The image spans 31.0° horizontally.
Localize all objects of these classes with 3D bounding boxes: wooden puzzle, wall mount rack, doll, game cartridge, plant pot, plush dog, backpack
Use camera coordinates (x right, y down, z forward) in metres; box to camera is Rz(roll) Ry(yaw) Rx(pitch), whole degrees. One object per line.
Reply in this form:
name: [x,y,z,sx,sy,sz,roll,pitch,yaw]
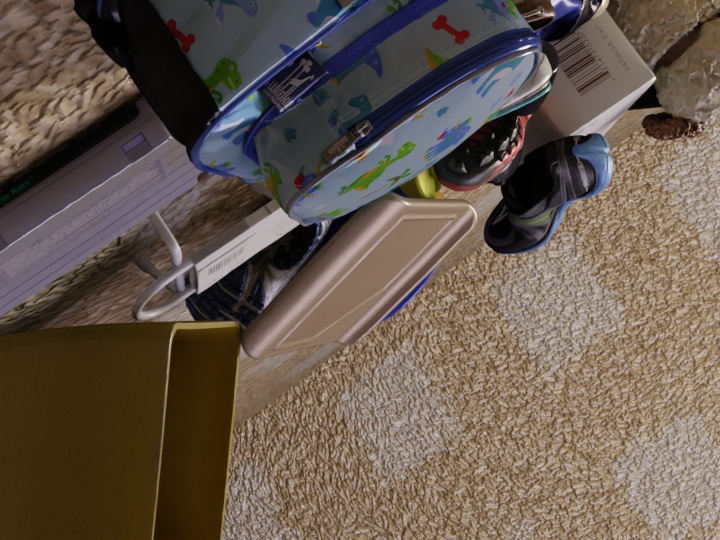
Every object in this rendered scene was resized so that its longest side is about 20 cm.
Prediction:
wooden puzzle: [0.000,0.000,1.112,0.185,0.037,0.199,-46,162,17]
wall mount rack: [-0.102,-0.039,0.967,0.199,0.075,0.174,-34,170,-16]
doll: [0.171,-0.227,1.130,0.136,0.049,0.199,-37,174,35]
game cartridge: [-0.171,-0.036,0.772,0.199,0.039,0.130,-35,169,-10]
plant pot: [-0.204,0.130,0.972,0.174,0.203,0.200,6,179,9]
plush dog: [0.315,-0.225,1.272,0.200,0.172,0.160,-46,170,18]
backpack: [0.003,-0.119,0.593,0.199,0.147,0.183,-39,176,4]

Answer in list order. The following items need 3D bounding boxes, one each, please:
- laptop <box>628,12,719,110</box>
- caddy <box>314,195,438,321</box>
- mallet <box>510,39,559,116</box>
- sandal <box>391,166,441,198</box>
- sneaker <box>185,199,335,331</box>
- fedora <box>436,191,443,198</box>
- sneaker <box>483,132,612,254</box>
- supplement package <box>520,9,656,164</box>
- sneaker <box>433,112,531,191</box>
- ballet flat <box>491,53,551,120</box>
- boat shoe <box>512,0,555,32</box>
laptop: [0.373,-0.253,1.389,0.185,0.203,0.115,-1,164,38]
caddy: [0.007,-0.008,1.288,0.199,0.105,0.142,-24,-148,49]
mallet: [0.067,-0.144,1.034,0.197,0.042,0.066,-11,157,-21]
sandal: [0.051,-0.121,1.222,0.086,0.081,0.200,0,-162,24]
sneaker: [-0.088,-0.007,1.237,0.200,0.077,0.085,-40,177,33]
fedora: [0.036,-0.060,1.448,0.200,0.082,0.201,-36,173,-5]
sneaker: [0.161,-0.075,1.224,0.082,0.072,0.200,1,159,-19]
supplement package: [0.188,-0.173,1.300,0.117,0.118,0.200,-34,173,-15]
sneaker: [0.105,-0.106,1.130,0.201,0.070,0.099,-59,165,-55]
ballet flat: [0.050,-0.122,0.993,0.199,0.070,0.069,-31,174,3]
boat shoe: [0.053,-0.151,0.932,0.201,0.075,0.075,-36,173,-1]
